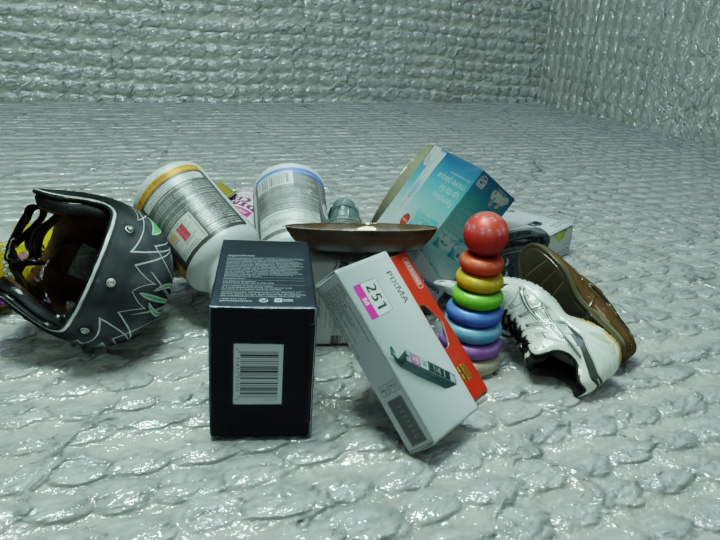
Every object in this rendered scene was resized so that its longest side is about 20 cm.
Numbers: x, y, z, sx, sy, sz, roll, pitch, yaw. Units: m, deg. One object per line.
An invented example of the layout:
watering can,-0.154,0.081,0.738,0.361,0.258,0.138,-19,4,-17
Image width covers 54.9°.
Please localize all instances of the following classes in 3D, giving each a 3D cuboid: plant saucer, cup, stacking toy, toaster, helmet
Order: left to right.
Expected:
helmet,-0.325,0.001,0.850,0.190,0.201,0.200,22,23,4
plant saucer,0.001,-0.044,0.907,0.199,0.032,0.200,2,7,0
cup,0.123,-0.100,1.228,0.143,0.201,0.200,35,28,8
stacking toy,0.141,0.025,0.851,0.085,0.201,0.085,3,21,-1
toaster,0.210,-0.025,1.116,0.199,0.114,0.129,-13,25,-34

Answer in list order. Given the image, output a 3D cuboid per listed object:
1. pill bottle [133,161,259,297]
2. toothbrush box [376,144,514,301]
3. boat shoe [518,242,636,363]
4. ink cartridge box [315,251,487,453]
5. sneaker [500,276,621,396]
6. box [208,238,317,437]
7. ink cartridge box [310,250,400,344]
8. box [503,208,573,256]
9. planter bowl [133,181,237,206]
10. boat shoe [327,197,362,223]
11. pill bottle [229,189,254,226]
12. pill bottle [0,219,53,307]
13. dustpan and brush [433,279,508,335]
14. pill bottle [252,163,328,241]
pill bottle,-0.208,-0.045,0.937,0.116,0.117,0.200,-20,60,-46
toothbrush box,0.110,-0.070,1.046,0.085,0.200,0.146,33,7,-33
boat shoe,0.292,0.045,0.943,0.068,0.072,0.200,-8,57,-42
ink cartridge box,0.064,0.072,0.762,0.173,0.201,0.044,-22,-11,-49
sneaker,0.220,0.080,0.866,0.200,0.076,0.088,31,54,32
box,-0.108,0.067,0.771,0.106,0.149,0.200,1,22,-8
ink cartridge box,-0.043,0.032,0.916,0.199,0.117,0.068,0,20,-11
box,0.289,-0.074,1.326,0.199,0.060,0.116,20,27,36
planter bowl,-0.308,-0.107,1.135,0.200,0.084,0.200,-33,11,7
boat shoe,-0.022,-0.067,1.146,0.072,0.062,0.200,-1,-10,2
pill bottle,-0.201,-0.054,1.114,0.113,0.114,0.200,7,21,8
pill bottle,-0.485,-0.005,0.952,0.104,0.105,0.200,19,27,35
dustpan and brush,0.202,0.049,0.992,0.199,0.058,0.140,6,21,5
pill bottle,-0.100,-0.052,1.031,0.113,0.114,0.201,-1,53,-11
